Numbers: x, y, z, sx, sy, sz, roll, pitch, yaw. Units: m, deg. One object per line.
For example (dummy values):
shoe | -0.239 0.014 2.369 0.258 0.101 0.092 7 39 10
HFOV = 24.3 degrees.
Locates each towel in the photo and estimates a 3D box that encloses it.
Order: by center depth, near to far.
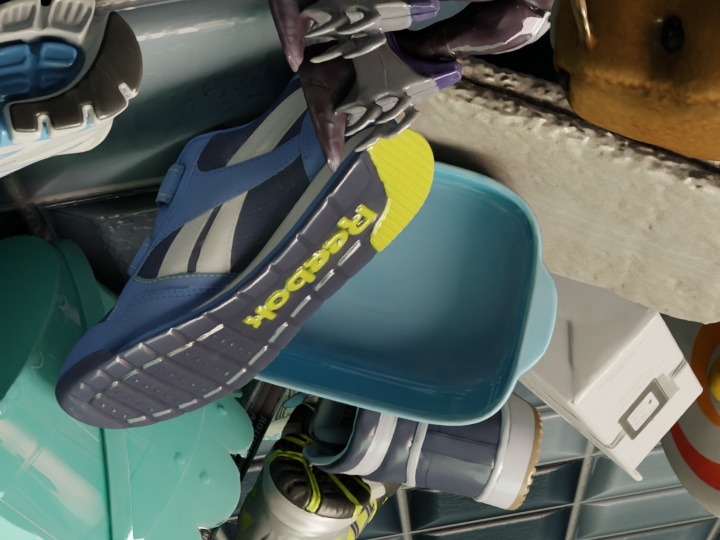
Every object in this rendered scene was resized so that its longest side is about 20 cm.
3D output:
towel | 0.100 -0.040 0.784 0.200 0.034 0.133 21 155 7

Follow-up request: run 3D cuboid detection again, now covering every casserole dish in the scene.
casserole dish | 0.000 0.000 0.794 0.200 0.121 0.039 13 -170 18

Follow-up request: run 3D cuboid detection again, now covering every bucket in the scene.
bucket | -0.170 0.089 0.845 0.207 0.207 0.135 -24 127 30

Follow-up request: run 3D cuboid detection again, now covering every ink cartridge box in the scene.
ink cartridge box | 0.122 0.042 0.953 0.067 0.116 0.200 -48 154 -1

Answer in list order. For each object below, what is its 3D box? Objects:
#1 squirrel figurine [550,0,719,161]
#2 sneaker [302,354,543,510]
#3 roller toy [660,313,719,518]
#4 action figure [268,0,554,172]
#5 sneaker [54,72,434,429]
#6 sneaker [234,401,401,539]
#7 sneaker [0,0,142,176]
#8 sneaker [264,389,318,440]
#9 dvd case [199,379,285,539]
squirrel figurine | 0.125 -0.126 0.492 0.200 0.187 0.142 -8 157 -5
sneaker | 0.023 0.078 0.895 0.108 0.070 0.200 14 178 -8
roller toy | 0.269 0.065 1.018 0.140 0.200 0.182 4 143 -28
action figure | 0.068 -0.110 0.665 0.200 0.069 0.130 -17 147 6
sneaker | -0.060 -0.009 0.750 0.200 0.082 0.074 -41 148 4
sneaker | -0.030 0.126 0.924 0.076 0.075 0.200 -56 169 9
sneaker | -0.190 -0.058 0.678 0.200 0.075 0.087 -4 163 -13
sneaker | -0.039 0.053 0.998 0.086 0.078 0.200 14 148 -38
dvd case | -0.121 0.118 0.919 0.146 0.200 0.022 -7 136 45
